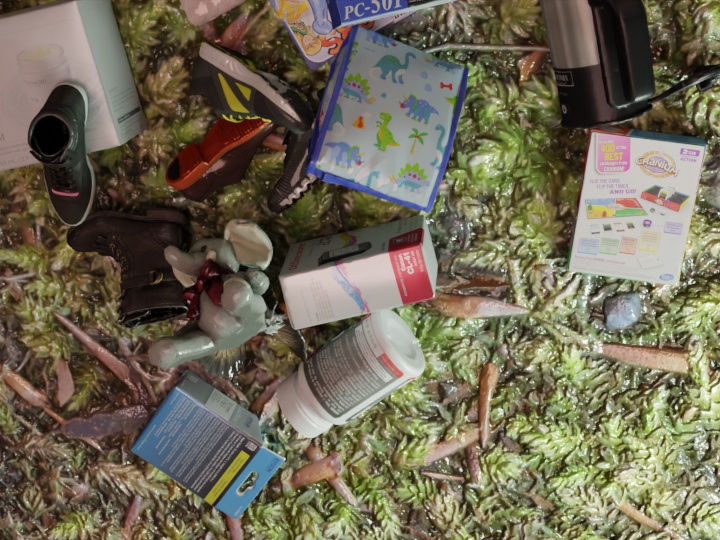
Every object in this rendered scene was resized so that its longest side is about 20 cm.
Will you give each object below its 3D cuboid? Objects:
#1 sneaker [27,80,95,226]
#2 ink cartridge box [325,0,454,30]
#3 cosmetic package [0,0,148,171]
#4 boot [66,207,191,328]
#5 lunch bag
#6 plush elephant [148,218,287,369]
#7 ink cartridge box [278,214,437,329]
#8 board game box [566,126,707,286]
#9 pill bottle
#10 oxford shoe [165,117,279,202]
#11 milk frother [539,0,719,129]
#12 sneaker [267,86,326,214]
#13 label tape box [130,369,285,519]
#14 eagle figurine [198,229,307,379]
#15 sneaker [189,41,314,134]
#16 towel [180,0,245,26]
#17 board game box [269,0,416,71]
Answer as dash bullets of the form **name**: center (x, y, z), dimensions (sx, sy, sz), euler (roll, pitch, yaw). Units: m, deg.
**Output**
- **sneaker**: center (-0.393, -0.137, 1.466), dimensions (0.071, 0.099, 0.200), euler (7, 117, 3)
- **ink cartridge box**: center (0.052, -0.370, 1.406), dimensions (0.200, 0.044, 0.094), euler (-16, 97, -15)
- **cosmetic package**: center (-0.426, -0.259, 1.542), dimensions (0.199, 0.123, 0.200), euler (-10, 107, 13)
- **boot**: center (-0.329, 0.001, 1.594), dimensions (0.200, 0.174, 0.069), euler (-8, 149, 11)
- **lunch bag**: center (0.030, -0.183, 1.436), dimensions (0.170, 0.200, 0.127), euler (18, 153, -10)
- **plush elephant**: center (-0.191, 0.017, 1.468), dimensions (0.165, 0.200, 0.155), euler (-40, 72, 23)
- **ink cartridge box**: center (0.000, 0.000, 1.545), dimensions (0.200, 0.148, 0.086), euler (-12, 108, 8)
- **board game box**: center (0.368, -0.087, 1.515), dimensions (0.153, 0.040, 0.200), euler (9, 111, 6)
- **pill bottle**: center (-0.017, 0.150, 1.629), dimensions (0.200, 0.114, 0.114), euler (-35, 101, 19)
- **oxford shoe**: center (-0.175, -0.170, 1.574), dimensions (0.200, 0.071, 0.073), euler (-34, 136, 12)
- **milk frother**: center (0.342, -0.293, 1.408), dimensions (0.200, 0.180, 0.188), euler (-24, 110, -28)
- **sneaker**: center (-0.077, -0.171, 1.548), dimensions (0.090, 0.066, 0.200), euler (40, 108, -3)
- **label tape box**: center (-0.230, 0.269, 1.736), dimensions (0.200, 0.066, 0.143), euler (34, 112, -7)
- **eagle figurine**: center (-0.161, 0.044, 1.597), dimensions (0.151, 0.152, 0.200), euler (-2, 78, -25)
- **sneaker**: center (-0.147, -0.229, 1.513), dimensions (0.200, 0.074, 0.085), euler (37, 110, 23)
- **towel**: center (-0.170, -0.444, 1.458), dimensions (0.200, 0.032, 0.191), euler (-23, 92, 18)
- **board game box**: center (-0.013, -0.368, 1.478), dimensions (0.200, 0.034, 0.135), euler (-28, 103, 18)
